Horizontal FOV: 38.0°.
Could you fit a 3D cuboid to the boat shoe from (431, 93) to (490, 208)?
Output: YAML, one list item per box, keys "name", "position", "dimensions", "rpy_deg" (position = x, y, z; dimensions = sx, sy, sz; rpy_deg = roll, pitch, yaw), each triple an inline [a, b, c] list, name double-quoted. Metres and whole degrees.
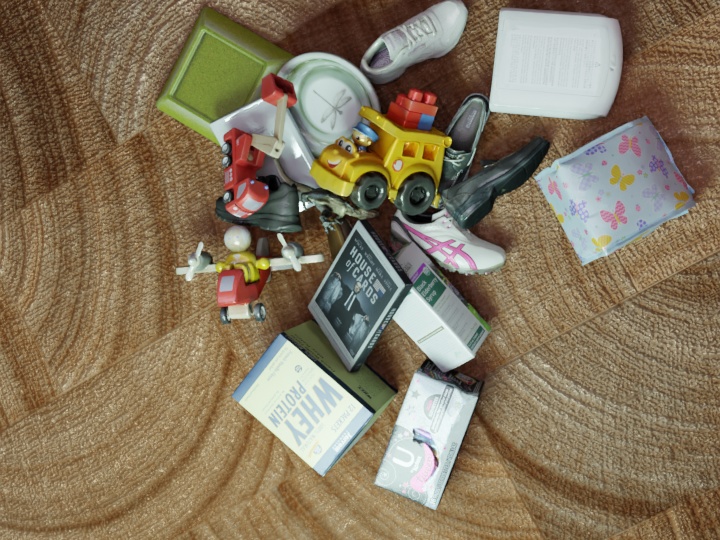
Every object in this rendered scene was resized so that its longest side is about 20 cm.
- name: "boat shoe"
  position: [0.151, -0.197, 1.703]
  dimensions: [0.072, 0.071, 0.201]
  rpy_deg: [22, 100, 11]

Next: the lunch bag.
- name: "lunch bag"
  position: [0.402, -0.126, 1.622]
  dimensions: [0.200, 0.127, 0.170]
  rpy_deg: [-29, 87, -12]

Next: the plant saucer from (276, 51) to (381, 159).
- name: "plant saucer"
  position: [-0.051, -0.271, 1.736]
  dimensions: [0.199, 0.050, 0.201]
  rpy_deg: [11, 122, 19]

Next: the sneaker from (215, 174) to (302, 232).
- name: "sneaker"
  position: [-0.166, -0.115, 1.733]
  dimensions: [0.200, 0.076, 0.091]
  rpy_deg: [10, 98, 42]

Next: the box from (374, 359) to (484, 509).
- name: "box"
  position: [0.113, 0.266, 1.718]
  dimensions: [0.114, 0.132, 0.201]
  rpy_deg: [20, 98, 9]

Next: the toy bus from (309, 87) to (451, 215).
- name: "toy bus"
  position: [0.042, -0.198, 1.642]
  dimensions: [0.136, 0.199, 0.193]
  rpy_deg: [42, 122, 49]

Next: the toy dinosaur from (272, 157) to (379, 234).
- name: "toy dinosaur"
  position: [-0.066, -0.114, 1.724]
  dimensions: [0.200, 0.088, 0.048]
  rpy_deg: [28, 121, -12]

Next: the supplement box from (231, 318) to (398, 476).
- name: "supplement box"
  position: [-0.070, 0.202, 1.721]
  dimensions: [0.200, 0.200, 0.134]
  rpy_deg: [40, 102, 7]

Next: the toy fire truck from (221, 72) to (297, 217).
- name: "toy fire truck"
  position: [-0.161, -0.198, 1.671]
  dimensions: [0.141, 0.049, 0.201]
  rpy_deg: [-26, 58, 38]

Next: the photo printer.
- name: "photo printer"
  position: [0.312, -0.327, 1.656]
  dimensions: [0.199, 0.069, 0.167]
  rpy_deg: [6, 96, 12]

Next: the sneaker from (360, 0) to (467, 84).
- name: "sneaker"
  position: [0.087, -0.369, 1.691]
  dimensions: [0.200, 0.100, 0.075]
  rpy_deg: [-34, 84, 12]

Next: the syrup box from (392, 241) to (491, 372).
- name: "syrup box"
  position: [0.110, 0.060, 1.697]
  dimensions: [0.200, 0.079, 0.081]
  rpy_deg: [48, 135, -7]

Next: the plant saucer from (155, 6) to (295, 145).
- name: "plant saucer"
  position: [-0.239, -0.324, 1.798]
  dimensions: [0.199, 0.048, 0.200]
  rpy_deg: [31, 101, 9]

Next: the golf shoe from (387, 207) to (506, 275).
- name: "golf shoe"
  position: [0.143, -0.053, 1.705]
  dimensions: [0.199, 0.073, 0.092]
  rpy_deg: [15, 120, 11]

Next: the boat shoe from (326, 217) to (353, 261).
- name: "boat shoe"
  position: [0.000, 0.000, 1.752]
  dimensions: [0.070, 0.070, 0.201]
  rpy_deg: [-13, 73, -19]

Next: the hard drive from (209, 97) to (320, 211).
- name: "hard drive"
  position: [-0.150, -0.188, 1.765]
  dimensions: [0.132, 0.025, 0.200]
  rpy_deg: [-23, 107, 16]

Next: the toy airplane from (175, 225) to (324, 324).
- name: "toy airplane"
  position: [-0.186, -0.014, 1.737]
  dimensions: [0.200, 0.199, 0.142]
  rpy_deg: [-25, 116, -25]

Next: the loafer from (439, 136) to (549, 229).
- name: "loafer"
  position: [0.217, -0.156, 1.680]
  dimensions: [0.200, 0.073, 0.072]
  rpy_deg: [-38, 69, -9]

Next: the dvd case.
- name: "dvd case"
  position: [-0.003, 0.042, 1.677]
  dimensions: [0.150, 0.025, 0.200]
  rpy_deg: [55, 131, 32]
